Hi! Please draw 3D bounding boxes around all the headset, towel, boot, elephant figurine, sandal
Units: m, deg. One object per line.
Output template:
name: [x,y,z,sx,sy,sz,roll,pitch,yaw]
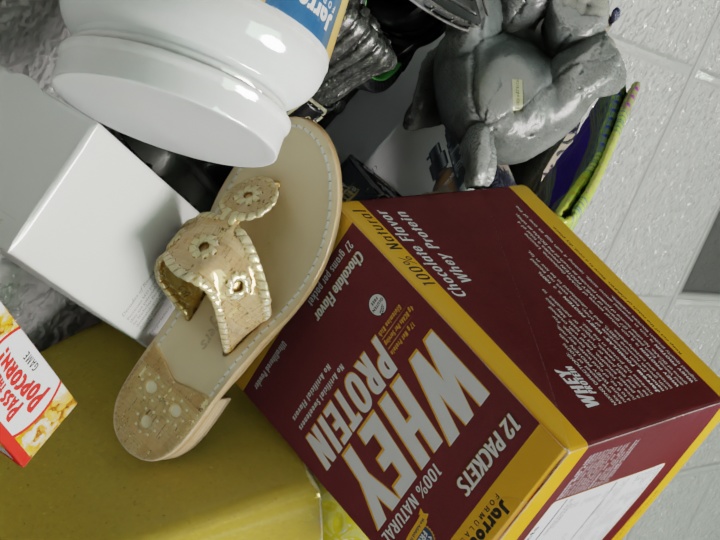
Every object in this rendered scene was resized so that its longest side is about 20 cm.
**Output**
headset: [0.041,-0.204,1.179,0.124,0.093,0.201,79,31,-52]
towel: [0.126,-0.035,1.238,0.144,0.023,0.200,-62,-177,-31]
boot: [-0.042,-0.093,1.087,0.158,0.079,0.211,-43,151,1]
elephant figurine: [0.101,-0.120,1.211,0.154,0.142,0.200,-21,170,-10]
sandal: [-0.082,0.014,0.966,0.212,0.077,0.070,-60,159,12]

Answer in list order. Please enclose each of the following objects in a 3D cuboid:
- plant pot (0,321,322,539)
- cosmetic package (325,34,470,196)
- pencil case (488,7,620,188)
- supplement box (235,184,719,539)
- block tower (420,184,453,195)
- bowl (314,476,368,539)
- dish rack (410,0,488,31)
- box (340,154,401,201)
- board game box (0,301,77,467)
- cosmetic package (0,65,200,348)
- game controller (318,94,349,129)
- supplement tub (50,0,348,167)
plant pot: [-0.151,0.158,1.096,0.199,0.196,0.195,-16,136,-18]
cosmetic package: [0.034,-0.084,1.330,0.200,0.052,0.151,-50,149,-18]
pencil case: [0.146,-0.130,1.446,0.089,0.078,0.201,-14,127,-44]
supplement box: [0.072,0.066,1.045,0.199,0.197,0.133,-8,139,-53]
block tower: [0.000,0.000,1.133,0.199,0.058,0.054,-20,146,-46]
bowl: [-0.015,0.111,1.209,0.200,0.108,0.200,-42,-165,14]
dish rack: [0.036,-0.246,1.063,0.153,0.054,0.201,11,62,-60]
box: [-0.023,0.034,1.271,0.200,0.050,0.198,-45,147,6]
board game box: [-0.233,-0.001,0.846,0.046,0.151,0.200,-51,150,-18]
cosmetic package: [-0.158,-0.032,0.993,0.085,0.107,0.200,-57,151,-5]
game controller: [-0.069,-0.125,1.127,0.105,0.042,0.200,-57,152,-8]
supplement tub: [-0.071,-0.169,0.925,0.145,0.144,0.201,38,66,-62]
